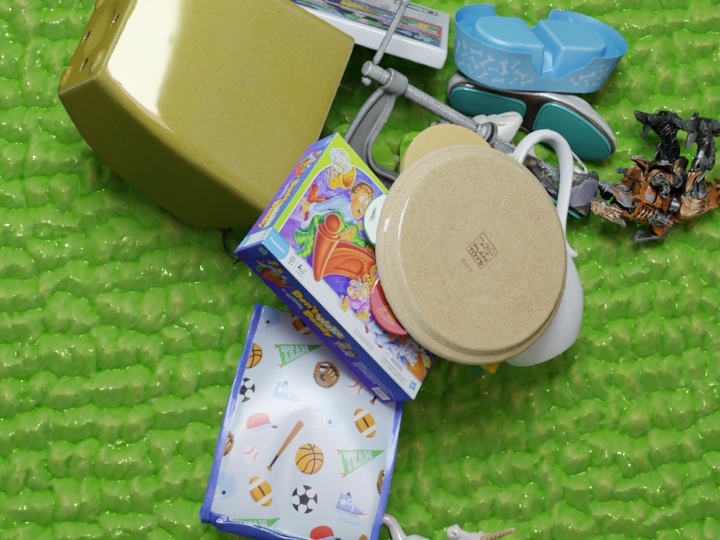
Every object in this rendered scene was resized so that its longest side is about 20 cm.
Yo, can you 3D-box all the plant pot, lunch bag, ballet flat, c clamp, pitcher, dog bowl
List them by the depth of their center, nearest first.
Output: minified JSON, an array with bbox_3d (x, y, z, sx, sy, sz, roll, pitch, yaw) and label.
[{"bbox_3d":[-0.160,-0.172,0.832,0.199,0.194,0.197,29,74,-35],"label":"plant pot"},{"bbox_3d":[-0.049,0.158,0.837,0.167,0.124,0.203,12,58,-2],"label":"lunch bag"},{"bbox_3d":[0.065,-0.137,0.867,0.199,0.027,0.172,27,104,-36],"label":"c clamp"},{"bbox_3d":[0.166,-0.024,0.889,0.170,0.121,0.202,-28,103,-12],"label":"pitcher"},{"bbox_3d":[0.170,-0.130,0.953,0.198,0.072,0.073,28,77,-3],"label":"ballet flat"},{"bbox_3d":[0.190,-0.237,0.959,0.197,0.050,0.112,-2,41,-18],"label":"dog bowl"},{"bbox_3d":[0.193,-0.186,0.978,0.197,0.069,0.070,20,77,1],"label":"ballet flat"}]

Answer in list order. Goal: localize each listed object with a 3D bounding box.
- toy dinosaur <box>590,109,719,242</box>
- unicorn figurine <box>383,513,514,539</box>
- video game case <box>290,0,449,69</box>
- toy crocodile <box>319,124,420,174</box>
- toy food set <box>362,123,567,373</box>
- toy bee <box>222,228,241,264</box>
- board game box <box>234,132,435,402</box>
[{"bbox_3d":[0.337,-0.101,0.961,0.198,0.101,0.138,-14,111,-41],"label":"toy dinosaur"},{"bbox_3d":[0.040,0.295,0.858,0.136,0.074,0.202,27,93,1],"label":"unicorn figurine"},{"bbox_3d":[-0.003,-0.269,0.931,0.197,0.183,0.023,17,117,-2],"label":"video game case"},{"bbox_3d":[0.022,-0.108,0.945,0.196,0.062,0.068,5,42,-9],"label":"toy crocodile"},{"bbox_3d":[0.095,-0.015,0.783,0.199,0.049,0.199,37,71,-14],"label":"toy food set"},{"bbox_3d":[-0.030,-0.019,0.892,0.197,0.109,0.133,-23,99,-6],"label":"toy bee"},{"bbox_3d":[0.000,0.000,0.786,0.200,0.044,0.135,47,55,-23],"label":"board game box"}]
